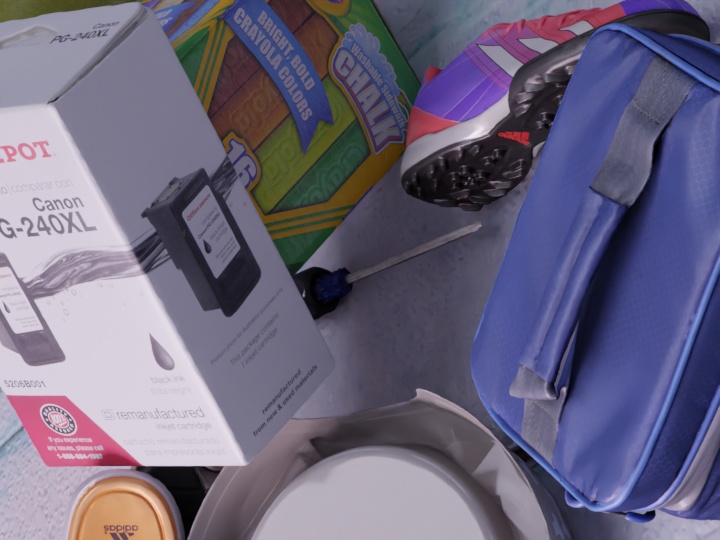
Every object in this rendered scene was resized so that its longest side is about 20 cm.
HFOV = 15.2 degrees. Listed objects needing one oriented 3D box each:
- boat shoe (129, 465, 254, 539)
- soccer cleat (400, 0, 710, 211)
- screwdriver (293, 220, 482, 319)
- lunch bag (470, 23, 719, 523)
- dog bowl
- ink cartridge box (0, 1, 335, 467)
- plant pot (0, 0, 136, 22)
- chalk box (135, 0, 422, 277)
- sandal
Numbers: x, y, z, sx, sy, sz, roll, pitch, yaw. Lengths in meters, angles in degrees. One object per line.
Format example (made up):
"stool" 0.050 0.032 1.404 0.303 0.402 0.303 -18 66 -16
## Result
"boat shoe" -0.104 0.159 1.336 0.074 0.075 0.201 -102 37 -69
"soccer cleat" 0.084 -0.093 1.237 0.200 0.068 0.074 -31 49 52
"screwdriver" 0.000 0.000 1.369 0.200 0.029 0.028 -26 61 58
"lunch bag" 0.128 0.008 1.079 0.136 0.132 0.201 41 116 53
"dog bowl" 0.013 0.154 1.230 0.199 0.059 0.201 -8 75 30
"ink cartridge box" -0.123 -0.012 1.247 0.145 0.083 0.201 -4 123 43
"plant pot" -0.207 -0.159 1.610 0.200 0.200 0.194 22 89 57
"chalk box" -0.056 -0.087 1.351 0.123 0.125 0.200 -11 30 47
"sandal" -0.116 0.199 1.274 0.059 0.079 0.208 -75 -18 -73
